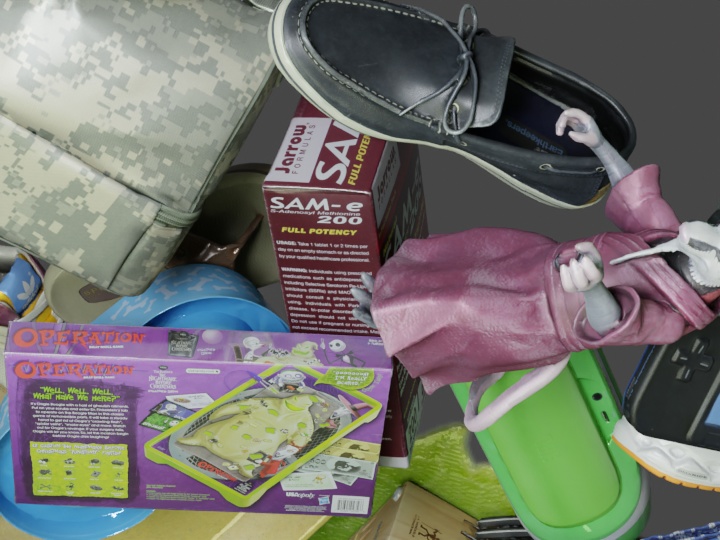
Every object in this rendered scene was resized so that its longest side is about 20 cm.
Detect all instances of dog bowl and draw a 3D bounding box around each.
[{"bbox_3d":[-0.127,0.073,0.961,0.199,0.050,0.111,-38,128,10],"label":"dog bowl"}]

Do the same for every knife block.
[{"bbox_3d":[0.073,0.228,1.133,0.175,0.064,0.200,32,134,-8],"label":"knife block"}]

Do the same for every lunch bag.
[{"bbox_3d":[-0.142,-0.109,0.857,0.199,0.140,0.168,30,118,-12],"label":"lunch bag"}]

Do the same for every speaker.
[{"bbox_3d":[0.103,0.075,0.966,0.088,0.089,0.201,-8,127,27],"label":"speaker"}]

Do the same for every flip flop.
[{"bbox_3d":[-0.107,-0.001,0.991,0.198,0.058,0.081,-18,123,23],"label":"flip flop"}]

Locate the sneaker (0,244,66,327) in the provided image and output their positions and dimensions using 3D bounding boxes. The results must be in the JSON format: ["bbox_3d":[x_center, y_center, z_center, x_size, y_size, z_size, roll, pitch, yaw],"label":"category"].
[{"bbox_3d":[-0.208,0.040,1.063,0.199,0.075,0.090,27,140,-6],"label":"sneaker"}]

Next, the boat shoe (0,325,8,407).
[{"bbox_3d":[-0.283,0.068,1.033,0.198,0.067,0.075,0,125,24],"label":"boat shoe"}]

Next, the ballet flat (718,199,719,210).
[{"bbox_3d":[0.221,-0.083,0.796,0.069,0.070,0.201,13,133,9],"label":"ballet flat"}]

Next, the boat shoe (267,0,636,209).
[{"bbox_3d":[0.049,-0.091,0.829,0.198,0.075,0.062,24,155,-16],"label":"boat shoe"}]

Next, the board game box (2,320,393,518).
[{"bbox_3d":[-0.086,0.081,0.895,0.198,0.033,0.121,3,136,-5],"label":"board game box"}]

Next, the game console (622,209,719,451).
[{"bbox_3d":[0.256,0.043,0.797,0.198,0.118,0.172,14,111,-27],"label":"game console"}]

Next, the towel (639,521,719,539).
[{"bbox_3d":[0.180,0.193,1.020,0.198,0.024,0.145,-11,145,-5],"label":"towel"}]

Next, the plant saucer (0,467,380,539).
[{"bbox_3d":[-0.121,0.131,1.068,0.200,0.049,0.199,-43,127,15],"label":"plant saucer"}]

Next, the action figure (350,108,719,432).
[{"bbox_3d":[0.102,0.018,0.774,0.198,0.134,0.150,-8,124,31],"label":"action figure"}]

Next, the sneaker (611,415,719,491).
[{"bbox_3d":[0.245,0.081,0.927,0.198,0.076,0.093,12,103,-10],"label":"sneaker"}]

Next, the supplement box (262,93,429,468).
[{"bbox_3d":[0.000,0.000,0.919,0.060,0.109,0.201,3,133,14],"label":"supplement box"}]
